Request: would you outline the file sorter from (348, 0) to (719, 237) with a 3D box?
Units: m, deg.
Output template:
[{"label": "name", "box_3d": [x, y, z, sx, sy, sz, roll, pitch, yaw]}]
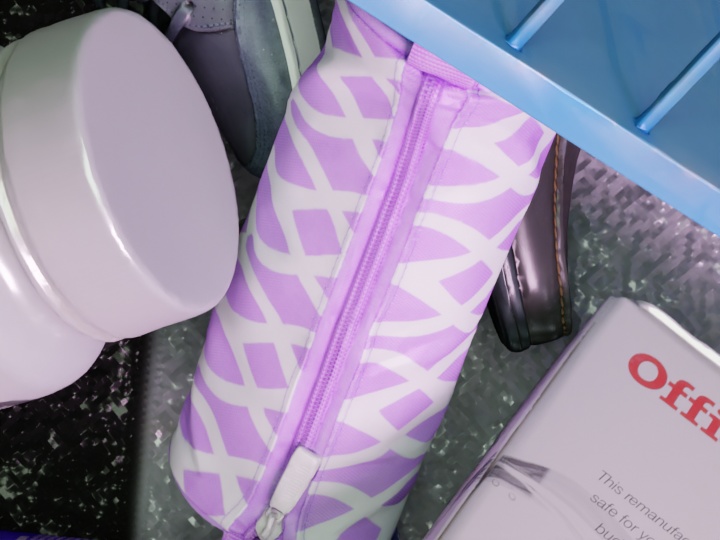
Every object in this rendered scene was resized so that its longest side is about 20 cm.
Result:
[{"label": "file sorter", "box_3d": [0.102, -0.107, 0.838, 0.200, 0.139, 0.123, 30, 119, -23]}]

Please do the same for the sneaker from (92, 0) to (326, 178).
[{"label": "sneaker", "box_3d": [-0.103, -0.102, 0.936, 0.146, 0.077, 0.203, -21, 78, -22]}]

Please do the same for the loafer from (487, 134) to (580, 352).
[{"label": "loafer", "box_3d": [0.063, -0.075, 0.954, 0.072, 0.073, 0.201, -3, 89, -4]}]

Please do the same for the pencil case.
[{"label": "pencil case", "box_3d": [0.000, 0.000, 0.898, 0.084, 0.086, 0.201, 24, 118, 9]}]

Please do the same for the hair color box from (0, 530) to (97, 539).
[{"label": "hair color box", "box_3d": [-0.122, 0.139, 0.954, 0.199, 0.065, 0.110, 6, 89, -1]}]

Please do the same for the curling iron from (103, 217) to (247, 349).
[{"label": "curling iron", "box_3d": [-0.063, 0.014, 0.974, 0.199, 0.026, 0.050, -19, 85, 1]}]

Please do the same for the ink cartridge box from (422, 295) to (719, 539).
[{"label": "ink cartridge box", "box_3d": [0.075, 0.130, 0.896, 0.146, 0.083, 0.200, 38, 55, 2]}]

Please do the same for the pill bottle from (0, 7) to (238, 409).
[{"label": "pill bottle", "box_3d": [-0.145, -0.005, 0.903, 0.199, 0.113, 0.114, -17, 88, 22]}]
